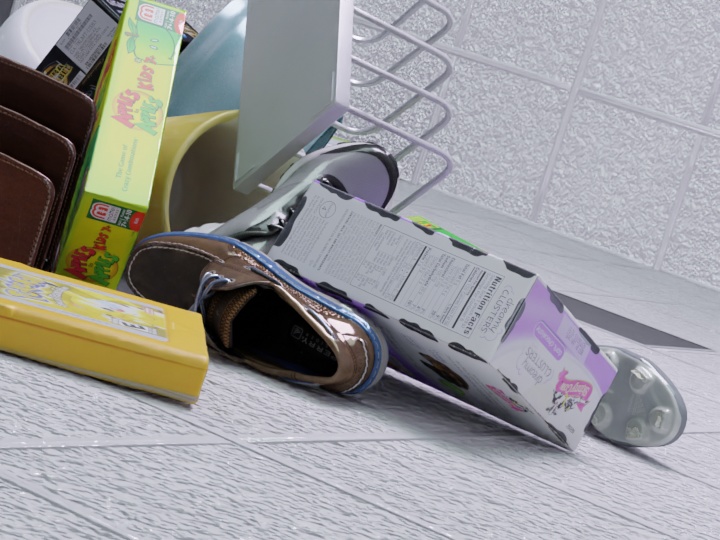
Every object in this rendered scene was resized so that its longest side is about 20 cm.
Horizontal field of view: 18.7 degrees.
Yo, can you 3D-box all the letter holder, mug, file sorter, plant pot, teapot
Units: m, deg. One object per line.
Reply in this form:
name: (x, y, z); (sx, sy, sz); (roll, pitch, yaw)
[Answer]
letter holder: (-0.294, -0.085, 1.488); (0.199, 0.143, 0.101); (18, 6, 0)
mug: (-0.149, -0.074, 1.768); (0.153, 0.150, 0.187); (13, -36, 50)
file sorter: (-0.006, -0.155, 1.700); (0.124, 0.201, 0.139); (22, -37, -29)
plant pot: (-0.100, -0.132, 1.925); (0.134, 0.201, 0.200); (40, 7, 2)
teapot: (-0.313, -0.173, 2.283); (0.200, 0.146, 0.198); (38, 31, -6)

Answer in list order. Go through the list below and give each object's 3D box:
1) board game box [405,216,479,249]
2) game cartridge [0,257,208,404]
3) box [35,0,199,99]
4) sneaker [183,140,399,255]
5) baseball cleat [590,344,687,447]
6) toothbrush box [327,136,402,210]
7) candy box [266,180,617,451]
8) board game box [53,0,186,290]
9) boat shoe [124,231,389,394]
board game box: (0.000, 0.000, 1.727); (0.199, 0.048, 0.101); (-5, 24, -40)
game cartridge: (-0.192, 0.025, 1.327); (0.199, 0.033, 0.176); (18, 6, -8)
box: (-0.236, -0.140, 1.901); (0.050, 0.199, 0.200); (45, 13, 13)
sneaker: (-0.053, -0.025, 1.575); (0.074, 0.200, 0.079); (62, -15, -16)
baseball cleat: (0.193, 0.088, 1.693); (0.106, 0.070, 0.200); (11, 9, -44)
toothbrush box: (-0.028, -0.129, 2.939); (0.145, 0.087, 0.200); (17, 7, -4)
candy box: (0.059, 0.033, 1.528); (0.199, 0.072, 0.168); (24, -13, 33)
board game box: (-0.174, -0.093, 1.594); (0.047, 0.102, 0.201); (16, 48, -11)
boat shoe: (-0.078, 0.024, 1.467); (0.199, 0.073, 0.072); (20, 8, 20)
